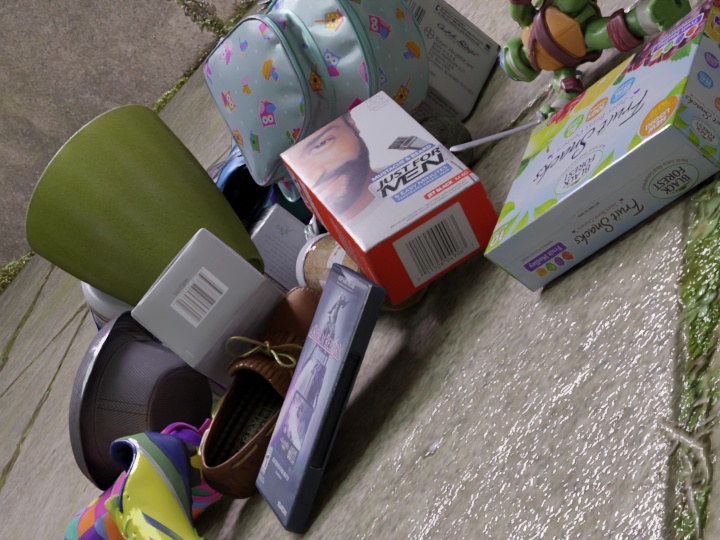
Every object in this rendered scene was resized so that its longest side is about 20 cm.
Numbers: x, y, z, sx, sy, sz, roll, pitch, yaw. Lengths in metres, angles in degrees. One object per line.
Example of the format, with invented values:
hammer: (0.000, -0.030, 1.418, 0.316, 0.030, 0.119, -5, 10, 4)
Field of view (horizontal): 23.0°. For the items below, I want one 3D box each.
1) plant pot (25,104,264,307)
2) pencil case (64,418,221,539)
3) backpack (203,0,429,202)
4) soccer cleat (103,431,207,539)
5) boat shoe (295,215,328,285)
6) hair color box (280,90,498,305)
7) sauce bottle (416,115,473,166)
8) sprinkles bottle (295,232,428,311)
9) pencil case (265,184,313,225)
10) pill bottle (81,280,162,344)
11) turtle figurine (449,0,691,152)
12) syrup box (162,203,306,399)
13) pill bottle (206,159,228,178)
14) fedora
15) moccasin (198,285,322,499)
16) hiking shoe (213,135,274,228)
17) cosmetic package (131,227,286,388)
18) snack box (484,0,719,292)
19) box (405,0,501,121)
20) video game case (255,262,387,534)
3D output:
plant pot: (-0.198, -0.032, 1.763, 0.187, 0.200, 0.187, -43, -22, -22)
pencil case: (-0.196, 0.216, 1.630, 0.200, 0.088, 0.089, -42, 18, 40)
backpack: (-0.038, -0.178, 1.627, 0.153, 0.176, 0.200, -8, -25, -46)
soccer cleat: (-0.171, 0.218, 1.466, 0.201, 0.083, 0.065, -104, 26, -44)
boat shoe: (-0.019, -0.039, 1.724, 0.200, 0.067, 0.074, -34, 23, 52)
hair color box: (0.022, -0.064, 1.458, 0.111, 0.064, 0.200, -33, 33, -6)
sauce bottle: (0.043, -0.108, 1.697, 0.065, 0.065, 0.200, -56, 16, -14)
sprinkles bottle: (0.000, 0.000, 1.569, 0.068, 0.068, 0.200, -55, 15, -10)
pencil case: (-0.102, -0.042, 1.957, 0.200, 0.092, 0.085, -48, 48, 14)
pill bottle: (-0.233, 0.051, 1.936, 0.116, 0.115, 0.200, -60, -18, -27)
turtle figurine: (0.149, -0.186, 1.407, 0.194, 0.199, 0.145, -30, 61, 48)
syrup box: (-0.125, 0.035, 1.851, 0.200, 0.081, 0.079, -55, 13, -14)
pill bottle: (-0.140, -0.084, 2.129, 0.106, 0.106, 0.200, -55, 14, -8)
fedora: (-0.200, 0.131, 1.701, 0.200, 0.090, 0.178, 35, -115, -70)
moccasin: (-0.085, 0.098, 1.546, 0.202, 0.073, 0.078, -58, -27, -21)
hiking shoe: (-0.104, -0.119, 1.869, 0.087, 0.074, 0.201, 7, 73, 64)
cosmetic package: (-0.122, 0.045, 1.634, 0.107, 0.090, 0.200, -51, -15, -5)
snack box: (0.181, -0.086, 1.233, 0.200, 0.053, 0.143, -38, 22, 46)
box: (0.008, -0.209, 1.807, 0.200, 0.184, 0.105, -32, 26, 53)
video game case: (-0.034, 0.098, 1.421, 0.143, 0.019, 0.201, -151, 79, -75)
